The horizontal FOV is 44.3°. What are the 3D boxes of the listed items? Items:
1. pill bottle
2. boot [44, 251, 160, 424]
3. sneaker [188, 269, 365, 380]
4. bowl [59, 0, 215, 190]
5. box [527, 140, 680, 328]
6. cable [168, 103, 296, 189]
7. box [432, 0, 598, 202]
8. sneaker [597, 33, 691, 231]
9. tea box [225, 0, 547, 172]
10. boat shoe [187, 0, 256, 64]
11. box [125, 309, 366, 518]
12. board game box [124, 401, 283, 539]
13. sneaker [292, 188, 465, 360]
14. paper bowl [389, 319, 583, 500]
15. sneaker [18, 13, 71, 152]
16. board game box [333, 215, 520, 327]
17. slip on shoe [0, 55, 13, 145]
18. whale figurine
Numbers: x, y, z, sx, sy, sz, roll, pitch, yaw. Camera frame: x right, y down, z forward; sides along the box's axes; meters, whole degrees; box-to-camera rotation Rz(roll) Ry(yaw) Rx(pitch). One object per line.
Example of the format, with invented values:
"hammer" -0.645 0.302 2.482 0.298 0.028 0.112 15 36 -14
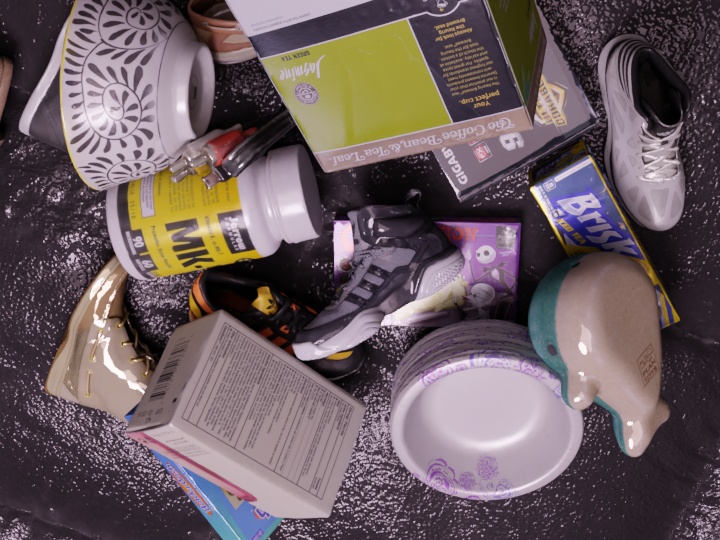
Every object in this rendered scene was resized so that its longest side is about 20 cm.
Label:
"pill bottle" -0.145 -0.062 0.903 0.198 0.114 0.115 -11 108 9
"boot" -0.249 0.088 0.984 0.154 0.073 0.201 28 111 -4
"sneaker" -0.087 0.056 0.929 0.198 0.071 0.090 19 151 1
"bowl" -0.191 -0.172 0.822 0.093 0.201 0.203 6 109 5
"box" 0.248 -0.027 0.907 0.070 0.064 0.201 -28 105 18
"cable" -0.091 -0.143 0.836 0.200 0.097 0.050 -44 107 -24
"box" 0.118 -0.194 0.871 0.158 0.046 0.201 -28 104 13
"sneaker" 0.275 -0.120 0.847 0.075 0.116 0.202 -15 107 10
"tea box" 0.029 -0.210 0.733 0.198 0.134 0.198 -8 132 26
"boat shoe" -0.072 -0.254 0.840 0.198 0.072 0.076 -16 67 9
"box" -0.113 0.151 0.900 0.199 0.129 0.109 37 147 -25
"board game box" -0.138 0.184 0.972 0.045 0.152 0.201 -18 111 52
"sneaker" 0.000 0.000 0.894 0.199 0.075 0.115 -32 97 -9
"paper bowl" 0.131 0.139 0.941 0.198 0.105 0.203 2 122 3
"sneaker" -0.259 -0.197 0.894 0.099 0.071 0.201 32 114 -8
"board game box" 0.070 0.002 0.954 0.197 0.032 0.121 1 105 5
"slip on shoe" -0.404 -0.136 0.929 0.060 0.076 0.202 -7 125 -37
"whale figurine" 0.232 0.079 0.856 0.103 0.159 0.201 -1 123 51
